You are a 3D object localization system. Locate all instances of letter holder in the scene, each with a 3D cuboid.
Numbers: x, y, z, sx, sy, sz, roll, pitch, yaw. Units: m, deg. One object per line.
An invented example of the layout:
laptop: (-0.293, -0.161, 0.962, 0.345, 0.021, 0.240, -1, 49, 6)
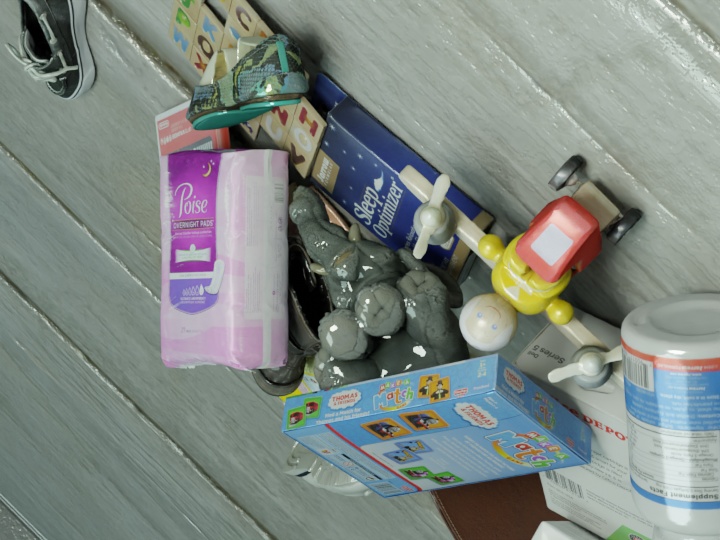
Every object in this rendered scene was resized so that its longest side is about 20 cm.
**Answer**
letter holder: (0.121, 0.217, 1.769, 0.101, 0.142, 0.200, 4, 132, 56)

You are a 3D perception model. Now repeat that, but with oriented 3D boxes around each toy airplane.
toy airplane: (0.125, 0.012, 1.454, 0.200, 0.141, 0.199, 18, 144, 45)

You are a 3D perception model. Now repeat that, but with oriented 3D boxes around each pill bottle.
pill bottle: (0.254, 0.127, 1.386, 0.112, 0.112, 0.200, 16, 120, 47)

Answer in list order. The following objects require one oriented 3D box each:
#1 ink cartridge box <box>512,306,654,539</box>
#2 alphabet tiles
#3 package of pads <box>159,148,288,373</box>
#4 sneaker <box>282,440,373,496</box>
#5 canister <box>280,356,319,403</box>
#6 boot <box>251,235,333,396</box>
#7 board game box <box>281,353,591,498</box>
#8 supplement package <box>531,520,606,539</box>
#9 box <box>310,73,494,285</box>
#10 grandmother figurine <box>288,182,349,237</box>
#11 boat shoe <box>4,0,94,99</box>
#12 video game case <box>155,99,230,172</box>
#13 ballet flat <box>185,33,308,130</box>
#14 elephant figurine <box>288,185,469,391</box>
ink cartridge box: (0.220, 0.144, 1.571, 0.145, 0.084, 0.200, 27, 149, 35)
alphabet tiles: (-0.101, -0.178, 1.646, 0.200, 0.008, 0.167, 51, 156, 12)
package of pads: (-0.122, -0.010, 1.670, 0.120, 0.076, 0.200, -1, 88, 46)
sneaker: (-0.007, 0.188, 1.829, 0.080, 0.076, 0.200, 31, 170, -16)
canister: (-0.017, 0.102, 1.872, 0.200, 0.087, 0.149, 12, 146, 53)
boot: (-0.078, 0.012, 1.750, 0.200, 0.069, 0.174, 64, 156, 18)
board game box: (0.062, 0.128, 1.493, 0.200, 0.037, 0.151, -13, 146, 32)
supplement package: (0.218, 0.303, 1.665, 0.121, 0.120, 0.200, 31, -172, 27)
box: (0.021, -0.073, 1.621, 0.200, 0.032, 0.121, 42, 155, 11)
grandmother figurine: (0.000, 0.000, 1.740, 0.200, 0.061, 0.121, 41, -178, 4)
boat shoe: (-0.312, -0.225, 1.868, 0.074, 0.068, 0.199, 42, 155, 10)
video game case: (-0.155, -0.063, 1.796, 0.143, 0.017, 0.200, -12, 84, 61)
ballet flat: (-0.098, -0.163, 1.588, 0.074, 0.074, 0.200, 53, 156, -15)
elephant figurine: (0.021, 0.026, 1.574, 0.200, 0.141, 0.155, -105, 9, -65)
